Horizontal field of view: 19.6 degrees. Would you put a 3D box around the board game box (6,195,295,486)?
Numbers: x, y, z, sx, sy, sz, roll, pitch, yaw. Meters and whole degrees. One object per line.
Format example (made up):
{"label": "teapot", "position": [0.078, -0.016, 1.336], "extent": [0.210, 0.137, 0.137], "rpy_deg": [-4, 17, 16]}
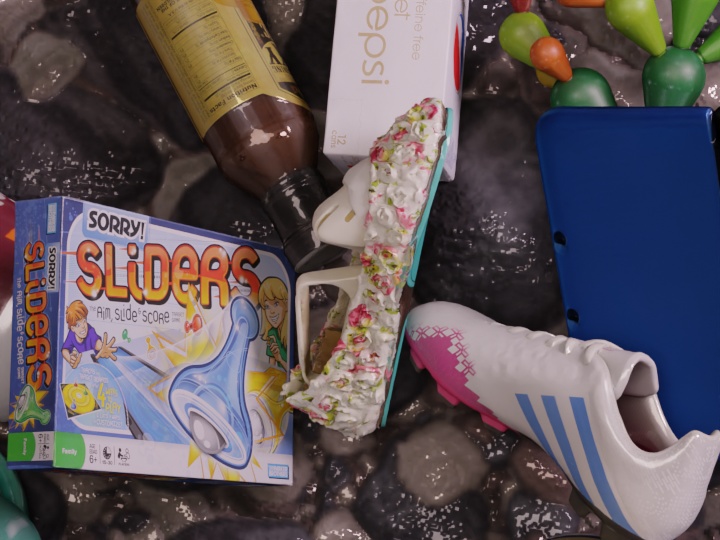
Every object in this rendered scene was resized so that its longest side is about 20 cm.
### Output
{"label": "board game box", "position": [-0.105, 0.043, 1.103], "extent": [0.034, 0.200, 0.136], "rpy_deg": [-5, 80, 33]}

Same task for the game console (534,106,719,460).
{"label": "game console", "position": [0.205, -0.007, 1.100], "extent": [0.170, 0.118, 0.200], "rpy_deg": [-19, 112, -20]}

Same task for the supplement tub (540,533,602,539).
{"label": "supplement tub", "position": [0.093, 0.212, 1.028], "extent": [0.144, 0.200, 0.145], "rpy_deg": [0, 90, 19]}

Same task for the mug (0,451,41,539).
{"label": "mug", "position": [-0.228, 0.176, 1.128], "extent": [0.114, 0.152, 0.185], "rpy_deg": [7, 82, 8]}

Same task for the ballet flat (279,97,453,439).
{"label": "ballet flat", "position": [0.000, 0.000, 1.117], "extent": [0.064, 0.076, 0.200], "rpy_deg": [10, 111, -6]}

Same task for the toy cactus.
{"label": "toy cactus", "position": [0.163, -0.086, 1.140], "extent": [0.200, 0.102, 0.165], "rpy_deg": [13, 103, 10]}

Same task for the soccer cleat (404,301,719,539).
{"label": "soccer cleat", "position": [0.110, 0.060, 1.104], "extent": [0.200, 0.070, 0.086], "rpy_deg": [40, 117, 29]}

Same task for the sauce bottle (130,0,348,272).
{"label": "sauce bottle", "position": [-0.065, -0.093, 1.183], "extent": [0.065, 0.065, 0.200], "rpy_deg": [-29, 78, 5]}

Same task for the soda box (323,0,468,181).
{"label": "soda box", "position": [0.025, -0.155, 1.177], "extent": [0.068, 0.064, 0.200], "rpy_deg": [3, 82, 11]}

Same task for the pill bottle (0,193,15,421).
{"label": "pill bottle", "position": [-0.215, 0.014, 1.170], "extent": [0.200, 0.114, 0.114], "rpy_deg": [28, 87, 13]}
